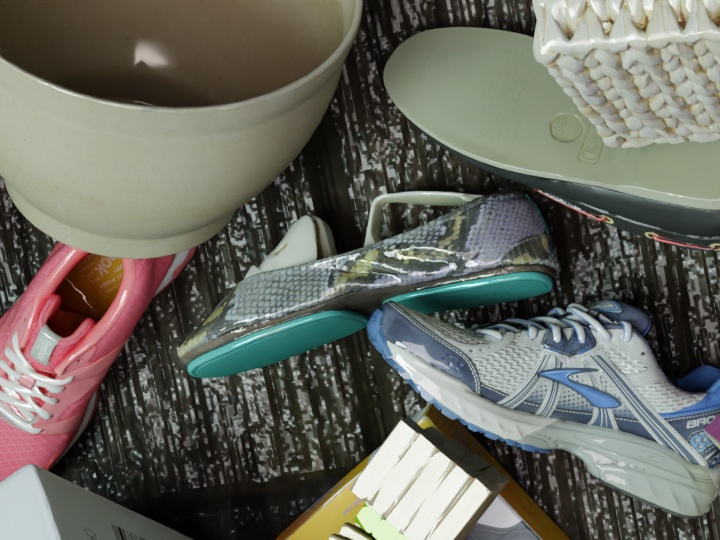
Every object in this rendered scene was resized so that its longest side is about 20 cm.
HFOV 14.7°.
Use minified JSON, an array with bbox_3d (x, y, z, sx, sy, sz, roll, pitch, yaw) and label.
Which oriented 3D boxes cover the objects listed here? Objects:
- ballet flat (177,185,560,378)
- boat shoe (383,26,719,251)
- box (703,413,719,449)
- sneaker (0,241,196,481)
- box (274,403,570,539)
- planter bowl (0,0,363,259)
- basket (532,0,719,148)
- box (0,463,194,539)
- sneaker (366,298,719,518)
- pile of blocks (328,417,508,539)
[{"bbox_3d":[0.000,0.000,1.399,0.200,0.072,0.072,-15,100,14],"label":"ballet flat"},{"bbox_3d":[0.104,-0.061,1.351,0.201,0.063,0.074,19,66,20],"label":"boat shoe"},{"bbox_3d":[0.296,0.089,1.316,0.176,0.097,0.200,-44,93,2],"label":"box"},{"bbox_3d":[-0.160,0.036,1.420,0.074,0.087,0.200,34,108,3],"label":"sneaker"},{"bbox_3d":[0.062,0.178,1.437,0.119,0.041,0.200,-42,95,17],"label":"box"},{"bbox_3d":[-0.107,-0.092,1.339,0.200,0.200,0.135,18,133,7],"label":"planter bowl"},{"bbox_3d":[0.167,-0.168,1.224,0.161,0.198,0.200,-4,79,15],"label":"basket"},{"bbox_3d":[-0.129,0.229,1.365,0.131,0.199,0.200,-33,57,17],"label":"box"},{"bbox_3d":[0.098,0.046,1.371,0.200,0.077,0.085,23,97,-19],"label":"sneaker"},{"bbox_3d":[0.022,0.170,1.395,0.082,0.062,0.200,14,98,20],"label":"pile of blocks"}]
